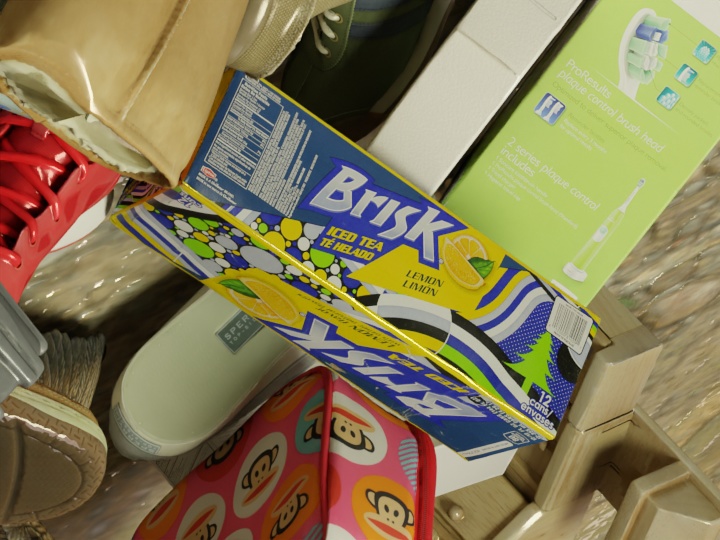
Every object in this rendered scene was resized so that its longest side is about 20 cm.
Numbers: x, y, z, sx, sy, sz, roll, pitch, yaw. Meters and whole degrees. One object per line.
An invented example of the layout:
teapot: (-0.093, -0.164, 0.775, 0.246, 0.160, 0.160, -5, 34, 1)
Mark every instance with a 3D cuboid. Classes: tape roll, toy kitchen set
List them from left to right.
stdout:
tape roll: (0.059, -0.097, 1.165, 0.203, 0.037, 0.203, -52, 179, -1)
toy kitchen set: (0.085, 0.137, 1.474, 0.180, 0.163, 0.200, -20, 144, -36)

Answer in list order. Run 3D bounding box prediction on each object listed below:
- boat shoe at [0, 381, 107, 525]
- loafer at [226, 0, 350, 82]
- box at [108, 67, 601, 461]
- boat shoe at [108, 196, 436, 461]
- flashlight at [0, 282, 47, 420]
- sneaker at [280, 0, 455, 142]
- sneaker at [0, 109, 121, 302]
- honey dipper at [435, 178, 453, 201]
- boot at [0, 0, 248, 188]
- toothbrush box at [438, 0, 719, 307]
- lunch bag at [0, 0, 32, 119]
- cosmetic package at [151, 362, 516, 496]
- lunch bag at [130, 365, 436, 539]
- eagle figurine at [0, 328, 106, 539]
boat shoe: (-0.195, 0.042, 1.009, 0.199, 0.076, 0.072, 15, 123, -19)
loafer: (-0.017, -0.130, 0.974, 0.076, 0.067, 0.200, -54, -167, 33)
box: (0.000, 0.000, 1.095, 0.070, 0.200, 0.064, -21, -141, 56)
boat shoe: (-0.047, 0.021, 1.262, 0.201, 0.070, 0.072, -40, 180, -25)
flashlight: (-0.184, -0.032, 0.888, 0.068, 0.200, 0.068, -33, -160, 19)
sneaker: (0.004, -0.142, 1.112, 0.090, 0.067, 0.200, 15, 126, -38)
sneaker: (-0.133, -0.043, 0.991, 0.116, 0.078, 0.200, -57, -178, 34)
honey dipper: (0.113, -0.084, 1.349, 0.200, 0.038, 0.038, -42, 152, -7)
boot: (-0.062, -0.147, 0.813, 0.175, 0.066, 0.200, 39, 74, -52)
toothbrush box: (0.127, -0.084, 1.219, 0.200, 0.086, 0.146, -52, -179, 19)
lunch bag: (-0.110, -0.157, 0.867, 0.160, 0.077, 0.201, 19, 89, -54)
cosmetic package: (-0.008, 0.088, 1.377, 0.200, 0.083, 0.051, -13, 142, -42)
lunch bag: (-0.050, 0.159, 1.201, 0.082, 0.176, 0.200, 33, 122, -20)
eagle figurine: (-0.163, 0.097, 1.153, 0.200, 0.151, 0.152, 23, 101, -48)
